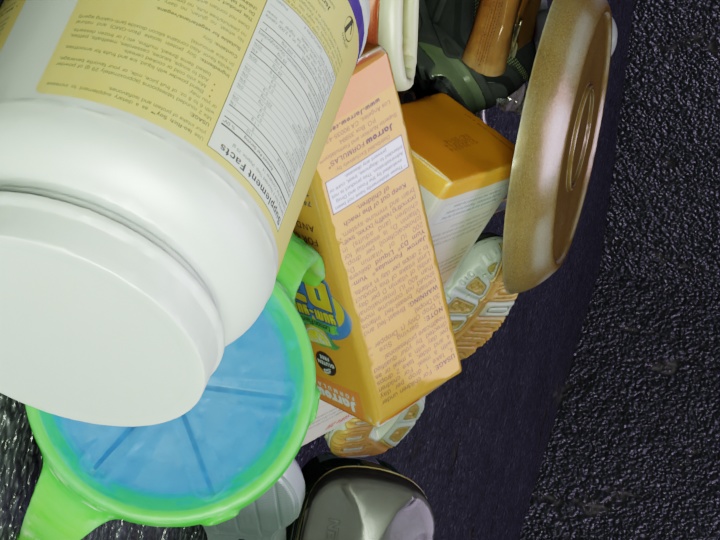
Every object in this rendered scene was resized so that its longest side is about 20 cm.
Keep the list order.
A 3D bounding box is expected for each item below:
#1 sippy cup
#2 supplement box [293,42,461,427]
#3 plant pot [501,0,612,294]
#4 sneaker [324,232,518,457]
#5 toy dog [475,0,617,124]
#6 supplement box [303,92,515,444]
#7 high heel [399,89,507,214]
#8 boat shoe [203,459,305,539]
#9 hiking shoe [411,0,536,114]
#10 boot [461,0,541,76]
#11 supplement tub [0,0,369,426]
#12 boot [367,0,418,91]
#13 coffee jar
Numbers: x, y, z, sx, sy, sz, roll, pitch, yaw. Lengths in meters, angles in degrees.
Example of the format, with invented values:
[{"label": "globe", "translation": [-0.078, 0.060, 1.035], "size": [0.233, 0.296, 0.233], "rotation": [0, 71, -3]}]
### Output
[{"label": "sippy cup", "translation": [-0.091, 0.064, 1.069], "size": [0.130, 0.178, 0.140], "rotation": [104, -29, -77]}, {"label": "supplement box", "translation": [-0.009, -0.021, 1.126], "size": [0.069, 0.067, 0.200], "rotation": [-36, 126, -28]}, {"label": "plant pot", "translation": [0.121, -0.081, 1.315], "size": [0.200, 0.027, 0.200], "rotation": [12, 90, -79]}, {"label": "sneaker", "translation": [0.023, 0.032, 1.413], "size": [0.076, 0.088, 0.200], "rotation": [6, 136, -41]}, {"label": "toy dog", "translation": [0.067, -0.179, 1.513], "size": [0.132, 0.200, 0.096], "rotation": [-56, -165, 19]}, {"label": "supplement box", "translation": [0.000, 0.000, 1.285], "size": [0.200, 0.074, 0.126], "rotation": [-58, 165, 21]}, {"label": "high heel", "translation": [0.076, -0.124, 1.653], "size": [0.071, 0.142, 0.200], "rotation": [87, 18, -53]}, {"label": "boat shoe", "translation": [-0.073, 0.136, 1.412], "size": [0.200, 0.072, 0.062], "rotation": [104, -7, -66]}, {"label": "hiking shoe", "translation": [0.054, -0.191, 1.404], "size": [0.076, 0.101, 0.200], "rotation": [104, -37, -75]}, {"label": "boot", "translation": [0.122, -0.227, 1.303], "size": [0.188, 0.068, 0.200], "rotation": [-57, 158, -61]}, {"label": "supplement tub", "translation": [-0.088, -0.054, 0.879], "size": [0.145, 0.145, 0.200], "rotation": [86, 19, -55]}, {"label": "boot", "translation": [-0.011, -0.186, 1.148], "size": [0.075, 0.107, 0.200], "rotation": [-6, 98, -71]}, {"label": "coffee jar", "translation": [-0.003, 0.176, 1.442], "size": [0.200, 0.085, 0.104], "rotation": [170, -69, -86]}]
